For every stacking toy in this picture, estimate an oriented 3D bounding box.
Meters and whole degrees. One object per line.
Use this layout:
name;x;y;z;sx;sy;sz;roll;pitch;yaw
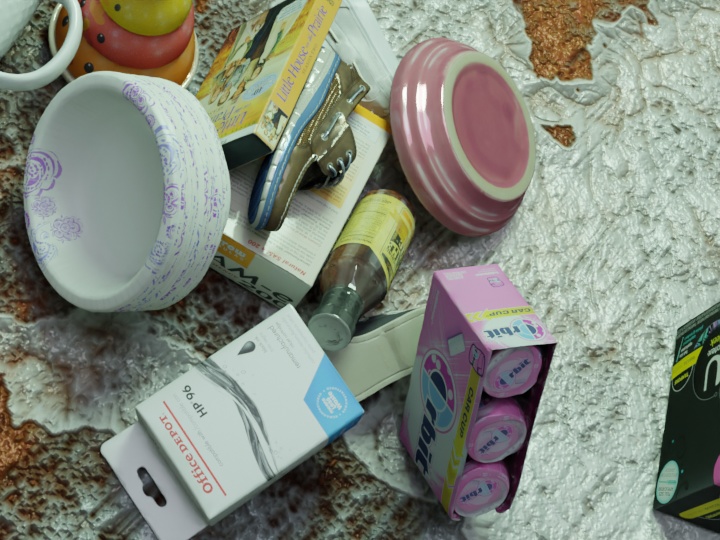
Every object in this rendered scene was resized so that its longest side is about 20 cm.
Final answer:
stacking toy;-0.200;-0.251;1.246;0.145;0.200;0.147;8;64;-17

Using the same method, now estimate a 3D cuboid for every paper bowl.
paper bowl;-0.191;-0.066;1.178;0.104;0.200;0.202;-2;65;-52

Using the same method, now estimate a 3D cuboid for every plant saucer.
plant saucer;0.110;-0.136;1.348;0.200;0.051;0.202;20;63;-44

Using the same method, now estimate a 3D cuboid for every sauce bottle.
sauce bottle;0.000;0.000;1.253;0.066;0.066;0.200;31;40;-5

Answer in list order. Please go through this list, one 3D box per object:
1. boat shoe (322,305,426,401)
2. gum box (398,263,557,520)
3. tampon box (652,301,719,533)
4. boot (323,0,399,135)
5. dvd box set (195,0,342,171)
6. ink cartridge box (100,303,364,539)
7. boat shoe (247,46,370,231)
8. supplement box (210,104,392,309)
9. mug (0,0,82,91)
boat shoe;-0.006;0.081;1.257;0.199;0.063;0.073;-18;92;-7
gum box;0.097;0.110;1.194;0.066;0.201;0.114;-6;37;-22
tampon box;0.382;0.141;1.320;0.126;0.150;0.201;20;62;-11
boot;0.001;-0.175;1.374;0.095;0.074;0.201;-29;89;-2
dvd box set;-0.103;-0.171;1.271;0.029;0.146;0.201;42;51;-28
ink cartridge box;-0.111;0.135;1.162;0.199;0.068;0.116;-34;82;-14
boat shoe;-0.040;-0.113;1.234;0.072;0.072;0.201;27;62;-10
supplement box;-0.068;-0.079;1.293;0.126;0.074;0.201;31;61;-5
mug;-0.344;-0.235;1.215;0.199;0.148;0.176;25;70;-2
